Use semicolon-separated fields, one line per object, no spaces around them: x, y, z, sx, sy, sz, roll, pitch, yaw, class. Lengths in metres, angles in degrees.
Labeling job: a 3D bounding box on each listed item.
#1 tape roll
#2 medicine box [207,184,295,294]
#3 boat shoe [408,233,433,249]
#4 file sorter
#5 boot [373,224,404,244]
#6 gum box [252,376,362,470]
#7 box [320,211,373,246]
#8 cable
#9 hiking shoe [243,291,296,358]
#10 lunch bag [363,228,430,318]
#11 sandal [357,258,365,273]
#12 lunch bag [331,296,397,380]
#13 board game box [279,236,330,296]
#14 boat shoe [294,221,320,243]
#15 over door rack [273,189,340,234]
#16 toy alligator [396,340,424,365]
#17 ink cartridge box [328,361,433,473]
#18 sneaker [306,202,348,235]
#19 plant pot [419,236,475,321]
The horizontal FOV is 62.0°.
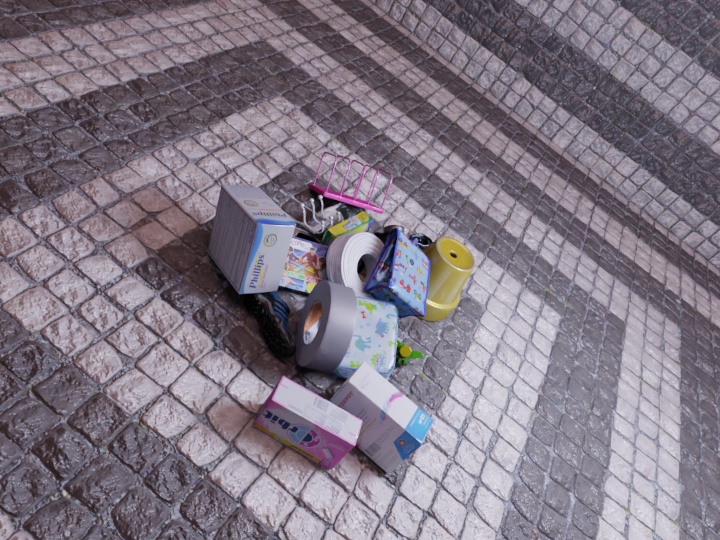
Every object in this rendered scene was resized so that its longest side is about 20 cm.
-0.080;0.125;1.350;0.066;0.200;0.201;17;42;-22;tape roll
-0.258;-0.074;1.392;0.103;0.183;0.200;-3;33;-39;medicine box
0.214;-0.055;1.835;0.200;0.091;0.071;9;46;-30;boat shoe
-0.025;-0.267;1.803;0.200;0.126;0.139;14;12;-25;file sorter
0.072;-0.026;1.693;0.069;0.200;0.175;8;77;-11;boot
-0.103;0.312;1.212;0.200;0.114;0.066;31;39;-6;gum box
-0.051;-0.080;1.642;0.048;0.117;0.200;39;39;17;box
0.000;0.000;1.538;0.200;0.069;0.201;15;74;-44;cable
-0.189;0.110;1.384;0.087;0.074;0.200;-10;58;-41;hiking shoe
0.114;-0.001;1.539;0.151;0.094;0.200;39;58;-35;lunch bag
-0.010;-0.021;1.643;0.048;0.075;0.200;58;41;-9;sandal
0.005;0.162;1.427;0.160;0.083;0.200;9;57;-5;lunch bag
-0.146;-0.010;1.512;0.200;0.034;0.136;16;73;-22;board game box
-0.196;-0.098;1.590;0.200;0.072;0.068;15;39;-28;boat shoe
-0.161;-0.168;1.575;0.200;0.067;0.148;23;20;10;over door rack
0.062;0.192;1.512;0.200;0.059;0.054;26;83;-2;toy alligator
0.032;0.314;1.286;0.200;0.145;0.085;39;39;4;ink cartridge box
-0.090;-0.152;1.733;0.072;0.072;0.200;2;18;25;sneaker
0.217;0.011;1.695;0.200;0.189;0.201;20;41;-18;plant pot
